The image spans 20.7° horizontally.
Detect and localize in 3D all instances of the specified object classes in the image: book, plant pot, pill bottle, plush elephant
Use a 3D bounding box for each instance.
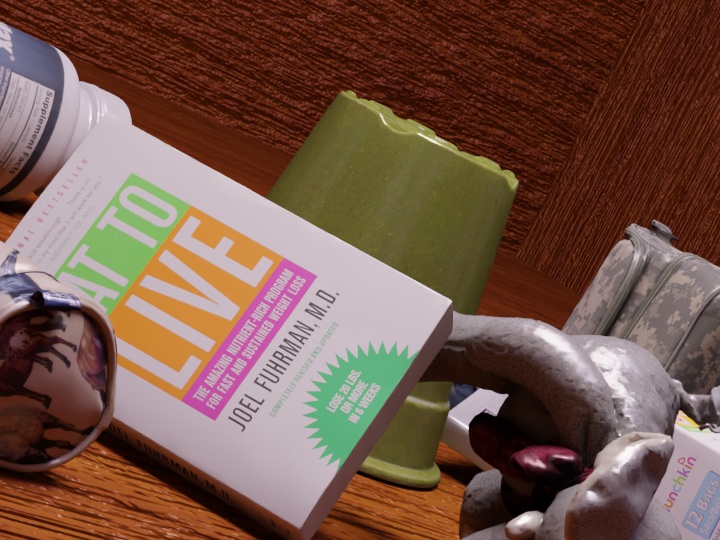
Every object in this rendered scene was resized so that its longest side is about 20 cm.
[{"bbox_3d":[-0.075,0.027,0.932,0.200,0.134,0.048,28,-25,16],"label":"book"},{"bbox_3d":[0.000,0.000,1.190,0.200,0.190,0.200,26,5,-2],"label":"plant pot"},{"bbox_3d":[-0.266,-0.116,1.377,0.200,0.120,0.120,23,7,-38],"label":"pill bottle"},{"bbox_3d":[0.099,0.113,0.941,0.200,0.165,0.155,-4,34,22],"label":"plush elephant"}]

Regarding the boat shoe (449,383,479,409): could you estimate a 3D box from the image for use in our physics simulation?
[{"bbox_3d":[0.094,0.091,1.408,0.200,0.069,0.084,29,6,14],"label":"boat shoe"}]

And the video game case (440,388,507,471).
[{"bbox_3d":[0.169,0.129,1.292,0.200,0.023,0.182,33,27,16],"label":"video game case"}]

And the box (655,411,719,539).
[{"bbox_3d":[0.211,0.161,1.093,0.200,0.113,0.101,30,8,32],"label":"box"}]

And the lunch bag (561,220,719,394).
[{"bbox_3d":[0.215,0.076,1.484,0.139,0.200,0.168,26,8,-33],"label":"lunch bag"}]

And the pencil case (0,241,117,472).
[{"bbox_3d":[-0.187,0.006,0.832,0.200,0.078,0.089,32,-7,40],"label":"pencil case"}]
